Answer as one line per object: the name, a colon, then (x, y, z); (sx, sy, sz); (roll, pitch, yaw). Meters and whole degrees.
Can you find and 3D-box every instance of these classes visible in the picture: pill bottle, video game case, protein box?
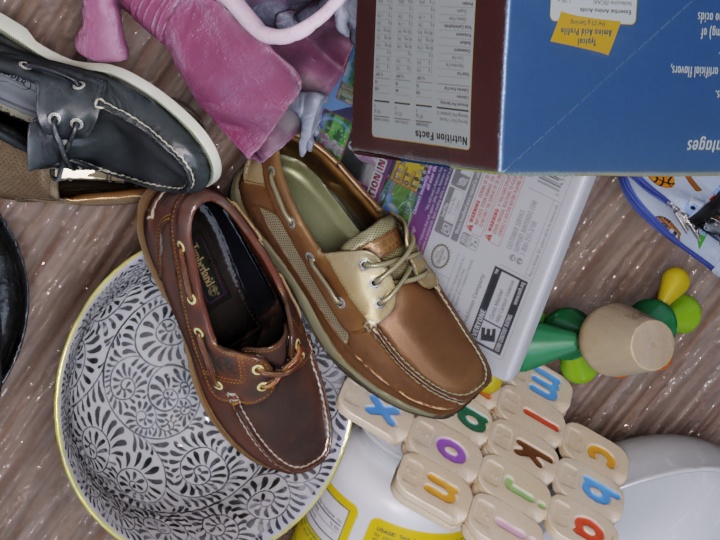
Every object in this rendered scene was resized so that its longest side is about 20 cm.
pill bottle: (0.015, 0.174, 1.273); (0.112, 0.113, 0.200); (13, 114, -19)
video game case: (0.047, -0.059, 1.147); (0.182, 0.023, 0.200); (27, 115, 18)
protein box: (0.115, -0.153, 0.965); (0.198, 0.135, 0.201); (-2, 99, -32)

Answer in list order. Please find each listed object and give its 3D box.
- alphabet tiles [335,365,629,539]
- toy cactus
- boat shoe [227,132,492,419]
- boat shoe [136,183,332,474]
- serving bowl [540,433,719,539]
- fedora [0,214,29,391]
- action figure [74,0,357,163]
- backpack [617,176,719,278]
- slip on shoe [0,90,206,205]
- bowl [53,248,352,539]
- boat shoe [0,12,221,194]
alphabet tiles: (0.078, 0.104, 1.194); (0.195, 0.200, 0.015); (29, 121, -4)
toy cactus: (0.147, 0.033, 1.209); (0.199, 0.165, 0.103); (4, 91, -23)
boat shoe: (0.000, 0.000, 1.119); (0.076, 0.200, 0.074); (-38, 169, -34)
boat shoe: (-0.067, 0.038, 1.112); (0.070, 0.070, 0.200); (-38, 113, -23)
serving bowl: (0.183, 0.178, 1.329); (0.199, 0.066, 0.200); (-12, 139, -11)
fedora: (-0.262, 0.031, 1.068); (0.200, 0.092, 0.201); (-14, 116, -29)
action figure: (-0.101, -0.146, 1.048); (0.200, 0.149, 0.134); (32, 78, 10)
backpack: (0.237, -0.097, 1.147); (0.190, 0.200, 0.154); (40, 142, -5)
slip on shoe: (-0.187, -0.069, 1.125); (0.199, 0.061, 0.076); (3, 117, -15)
bowl: (-0.111, 0.074, 1.184); (0.200, 0.094, 0.201); (-2, 94, -29)
boat shoe: (-0.173, -0.085, 1.056); (0.199, 0.066, 0.075); (31, 144, 11)
